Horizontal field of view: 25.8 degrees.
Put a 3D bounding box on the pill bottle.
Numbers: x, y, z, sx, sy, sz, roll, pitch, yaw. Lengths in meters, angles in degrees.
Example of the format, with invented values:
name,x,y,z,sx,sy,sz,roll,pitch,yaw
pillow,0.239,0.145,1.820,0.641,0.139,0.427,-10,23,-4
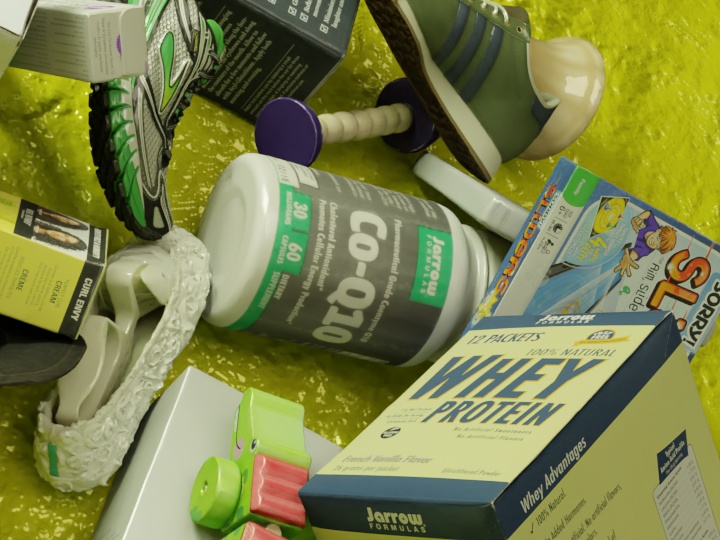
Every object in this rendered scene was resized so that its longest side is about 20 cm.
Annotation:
name,x,y,z,sx,sy,sz,roll,pitch,yaw
pill bottle,0.000,0.000,1.028,0.199,0.113,0.114,13,56,-26

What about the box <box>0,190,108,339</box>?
name,x,y,z,sx,sy,sz,roll,pitch,yaw
box,-0.239,-0.026,0.861,0.199,0.050,0.075,20,15,-13

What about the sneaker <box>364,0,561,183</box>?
name,x,y,z,sx,sy,sz,roll,pitch,yaw
sneaker,0.072,-0.163,1.085,0.090,0.067,0.201,-37,119,-8

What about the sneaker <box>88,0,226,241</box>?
name,x,y,z,sx,sy,sz,roll,pitch,yaw
sneaker,-0.122,-0.118,0.966,0.085,0.078,0.202,3,85,-16

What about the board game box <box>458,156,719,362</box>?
name,x,y,z,sx,sy,sz,roll,pitch,yaw
board game box,0.137,0.048,0.996,0.135,0.201,0.034,26,8,-16

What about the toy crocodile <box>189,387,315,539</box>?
name,x,y,z,sx,sy,sz,roll,pitch,yaw
toy crocodile,-0.056,0.152,0.829,0.067,0.062,0.201,25,52,-21

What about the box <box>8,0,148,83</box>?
name,x,y,z,sx,sy,sz,roll,pitch,yaw
box,-0.196,-0.143,0.942,0.039,0.199,0.042,-15,110,-37

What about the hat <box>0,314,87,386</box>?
name,x,y,z,sx,sy,sz,roll,pitch,yaw
hat,-0.251,0.046,0.846,0.199,0.081,0.201,21,11,-4

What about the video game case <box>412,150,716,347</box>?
name,x,y,z,sx,sy,sz,roll,pitch,yaw
video game case,0.136,-0.019,1.103,0.181,0.200,0.023,28,95,-16

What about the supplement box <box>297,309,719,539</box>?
name,x,y,z,sx,sy,sz,roll,pitch,yaw
supplement box,0.103,0.156,0.879,0.200,0.134,0.201,-39,115,-43

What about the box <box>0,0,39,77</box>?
name,x,y,z,sx,sy,sz,roll,pitch,yaw
box,-0.285,-0.140,0.868,0.176,0.200,0.097,23,52,-19

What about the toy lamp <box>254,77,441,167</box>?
name,x,y,z,sx,sy,sz,roll,pitch,yaw
toy lamp,0.005,-0.105,1.111,0.058,0.058,0.200,58,32,10

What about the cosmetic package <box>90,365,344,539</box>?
name,x,y,z,sx,sy,sz,roll,pitch,yaw
cosmetic package,-0.095,0.169,0.888,0.112,0.081,0.201,31,49,-14

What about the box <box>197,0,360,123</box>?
name,x,y,z,sx,sy,sz,roll,pitch,yaw
box,-0.103,-0.218,1.096,0.199,0.107,0.149,28,52,-17

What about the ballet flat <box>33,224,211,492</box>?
name,x,y,z,sx,sy,sz,roll,pitch,yaw
ballet flat,-0.140,0.037,0.935,0.071,0.072,0.201,29,52,-15

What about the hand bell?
name,x,y,z,sx,sy,sz,roll,pitch,yaw
hand bell,0.080,-0.169,1.151,0.199,0.104,0.105,29,48,-39
